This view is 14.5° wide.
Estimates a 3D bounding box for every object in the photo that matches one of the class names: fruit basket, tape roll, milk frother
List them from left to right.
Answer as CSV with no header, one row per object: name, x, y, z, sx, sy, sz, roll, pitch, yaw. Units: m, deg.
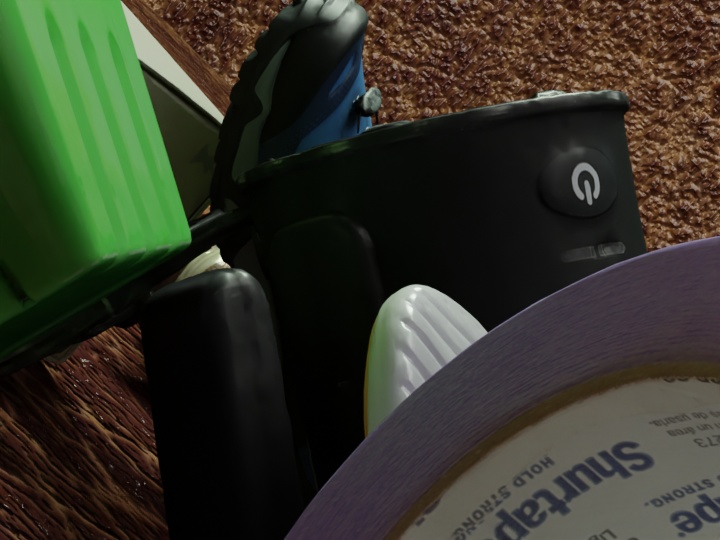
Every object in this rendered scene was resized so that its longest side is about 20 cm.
fruit basket,-0.128,-0.072,0.676,0.216,0.155,0.216,59,4,-7
milk frother,-0.005,0.062,0.837,0.200,0.180,0.189,-19,-98,64
tape roll,0.054,0.092,0.538,0.066,0.200,0.200,42,5,-30

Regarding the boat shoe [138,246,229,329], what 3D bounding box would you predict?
boat shoe,-0.055,0.024,1.151,0.075,0.075,0.202,25,-5,21

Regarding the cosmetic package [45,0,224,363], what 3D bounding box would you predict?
cosmetic package,-0.132,-0.070,1.004,0.073,0.104,0.200,39,5,-42

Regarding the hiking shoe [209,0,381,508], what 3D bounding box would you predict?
hiking shoe,0.000,0.000,0.943,0.086,0.201,0.074,13,33,17

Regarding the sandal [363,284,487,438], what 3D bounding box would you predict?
sandal,0.012,0.105,0.701,0.079,0.059,0.207,31,46,-42
